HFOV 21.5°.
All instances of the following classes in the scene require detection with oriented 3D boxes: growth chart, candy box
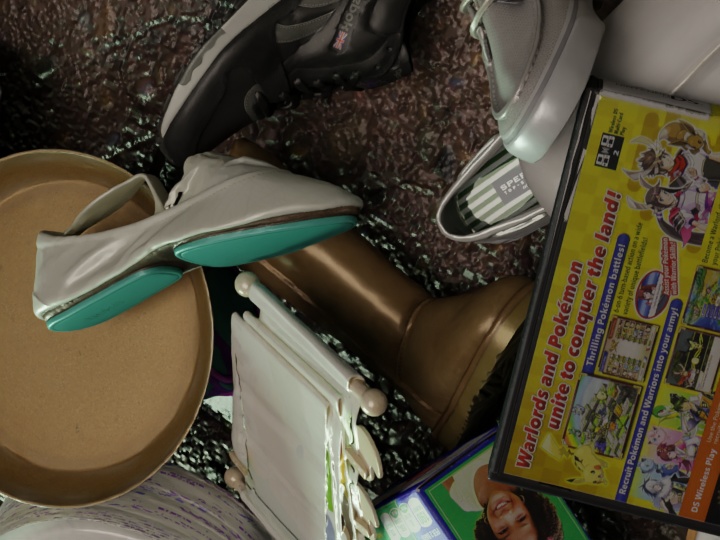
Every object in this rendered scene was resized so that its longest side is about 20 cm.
[{"bbox_3d":[-0.031,0.098,1.015,0.145,0.018,0.201,46,148,33],"label":"growth chart"},{"bbox_3d":[0.079,0.198,1.021,0.200,0.077,0.169,55,153,3],"label":"candy box"}]

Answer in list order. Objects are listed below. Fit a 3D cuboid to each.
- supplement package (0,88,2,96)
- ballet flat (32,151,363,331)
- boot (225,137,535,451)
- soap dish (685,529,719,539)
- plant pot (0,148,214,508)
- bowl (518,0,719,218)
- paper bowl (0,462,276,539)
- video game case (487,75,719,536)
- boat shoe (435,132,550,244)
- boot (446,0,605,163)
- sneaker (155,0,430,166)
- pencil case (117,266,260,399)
[{"bbox_3d":[-0.291,-0.042,1.136,0.117,0.117,0.201,6,112,-20],"label":"supplement package"},{"bbox_3d":[-0.094,-0.026,0.990,0.199,0.069,0.070,-20,95,26],"label":"ballet flat"},{"bbox_3d":[0.000,0.000,1.019,0.200,0.066,0.175,42,151,10],"label":"boot"},{"bbox_3d":[0.262,0.169,0.959,0.199,0.081,0.158,19,112,21],"label":"soap dish"},{"bbox_3d":[-0.168,0.032,1.068,0.199,0.027,0.201,1,93,21],"label":"plant pot"},{"bbox_3d":[0.194,-0.050,0.897,0.200,0.075,0.200,42,109,-9],"label":"bowl"},{"bbox_3d":[-0.142,0.216,1.129,0.200,0.105,0.201,7,126,10],"label":"paper bowl"},{"bbox_3d":[0.168,0.026,0.875,0.180,0.026,0.201,13,111,3],"label":"video game case"},{"bbox_3d":[0.121,-0.071,0.970,0.074,0.067,0.200,50,119,6],"label":"boat shoe"},{"bbox_3d":[0.059,-0.128,0.902,0.095,0.200,0.074,26,120,-10],"label":"boot"},{"bbox_3d":[-0.021,-0.118,0.997,0.088,0.076,0.200,43,96,4],"label":"sneaker"},{"bbox_3d":[-0.152,0.063,1.137,0.199,0.085,0.093,-27,90,30],"label":"pencil case"}]
